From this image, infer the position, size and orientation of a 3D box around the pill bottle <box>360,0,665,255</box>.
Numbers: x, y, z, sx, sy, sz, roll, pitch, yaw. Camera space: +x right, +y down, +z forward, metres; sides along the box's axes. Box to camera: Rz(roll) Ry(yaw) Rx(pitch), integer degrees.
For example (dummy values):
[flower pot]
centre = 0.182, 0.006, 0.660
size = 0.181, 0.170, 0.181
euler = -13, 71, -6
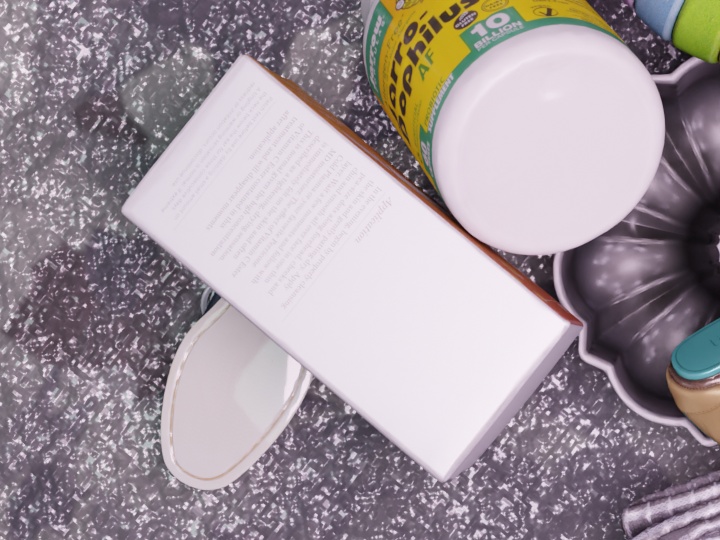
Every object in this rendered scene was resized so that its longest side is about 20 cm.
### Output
[pill bottle]
centre = 0.064, -0.099, 1.212
size = 0.112, 0.200, 0.114
euler = -7, 119, -13

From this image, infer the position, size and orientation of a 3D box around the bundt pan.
[bundt pan]
centre = 0.197, -0.013, 1.273
size = 0.200, 0.076, 0.204
euler = 0, 92, 4

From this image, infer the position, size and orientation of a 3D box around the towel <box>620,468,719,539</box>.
[towel]
centre = 0.238, 0.162, 1.242
size = 0.199, 0.086, 0.166
euler = -21, 125, 7

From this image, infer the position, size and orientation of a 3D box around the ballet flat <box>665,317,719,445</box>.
[ballet flat]
centre = 0.243, 0.019, 1.212
size = 0.199, 0.069, 0.063
euler = -31, 117, 6

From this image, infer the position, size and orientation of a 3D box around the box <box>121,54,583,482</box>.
[box]
centre = 0.000, 0.000, 1.197
size = 0.200, 0.124, 0.098
euler = 40, 94, 7

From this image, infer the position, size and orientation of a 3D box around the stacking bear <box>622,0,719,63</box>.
[stacking bear]
centre = 0.203, -0.141, 1.192
size = 0.199, 0.122, 0.114
euler = 33, 48, 11

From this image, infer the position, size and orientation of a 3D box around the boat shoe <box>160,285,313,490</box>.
[boat shoe]
centre = -0.048, 0.019, 1.297
size = 0.074, 0.062, 0.202
euler = 18, 90, 5
